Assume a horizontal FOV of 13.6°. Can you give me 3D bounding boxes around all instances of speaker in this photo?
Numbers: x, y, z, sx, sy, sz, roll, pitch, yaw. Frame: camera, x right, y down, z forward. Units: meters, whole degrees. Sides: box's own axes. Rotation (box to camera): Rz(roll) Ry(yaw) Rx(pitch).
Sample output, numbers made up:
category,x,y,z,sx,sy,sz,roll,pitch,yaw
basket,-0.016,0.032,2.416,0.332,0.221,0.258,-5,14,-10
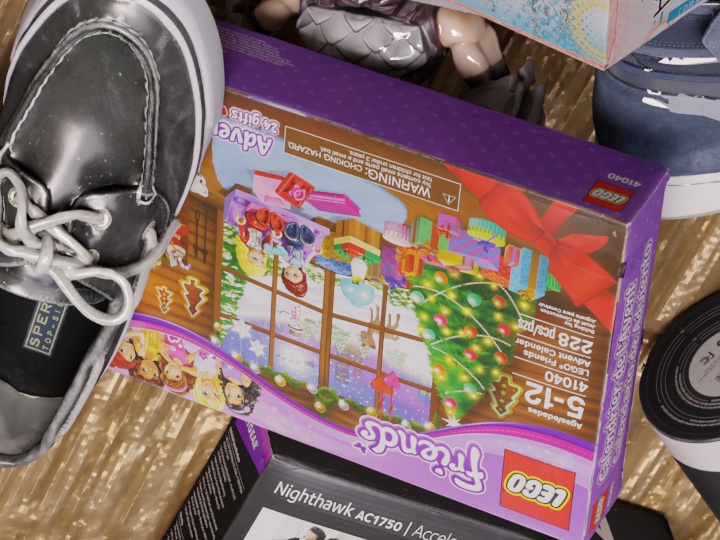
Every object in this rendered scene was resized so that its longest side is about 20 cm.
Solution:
category,x,y,z,sx,sy,sz,roll,pitch,yaw
speaker,0.191,0.098,1.217,0.081,0.081,0.200,-29,127,10

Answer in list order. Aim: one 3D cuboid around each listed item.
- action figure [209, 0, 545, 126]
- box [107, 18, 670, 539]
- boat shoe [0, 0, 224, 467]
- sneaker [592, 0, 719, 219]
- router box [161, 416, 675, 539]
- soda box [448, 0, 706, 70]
category,x,y,z,sx,sy,sz,roll,pitch,yaw
action figure,0.006,-0.045,1.058,0.130,0.069,0.201,20,133,27
box,0.000,0.000,1.024,0.199,0.039,0.137,19,129,19
boat shoe,-0.098,-0.016,0.990,0.073,0.068,0.200,22,131,-5
sneaker,0.169,-0.104,0.992,0.201,0.077,0.147,-18,134,-7
router box,0.014,0.143,1.229,0.199,0.051,0.150,19,118,-24
soda box,0.018,-0.135,0.936,0.068,0.199,0.064,-34,139,-37
